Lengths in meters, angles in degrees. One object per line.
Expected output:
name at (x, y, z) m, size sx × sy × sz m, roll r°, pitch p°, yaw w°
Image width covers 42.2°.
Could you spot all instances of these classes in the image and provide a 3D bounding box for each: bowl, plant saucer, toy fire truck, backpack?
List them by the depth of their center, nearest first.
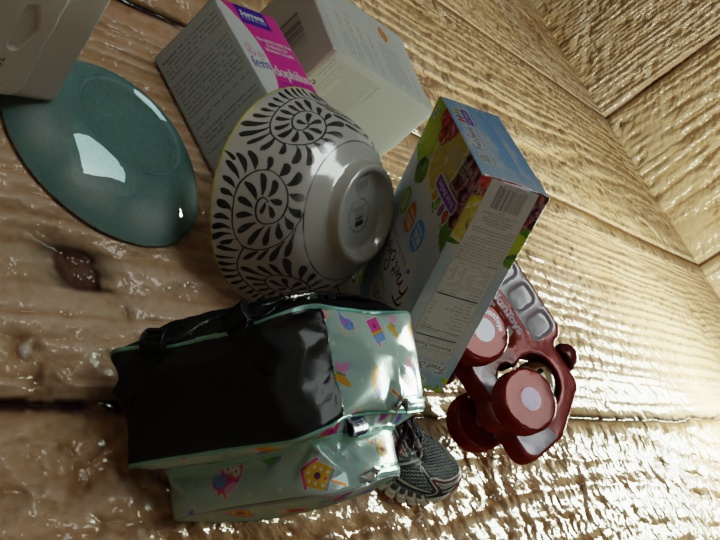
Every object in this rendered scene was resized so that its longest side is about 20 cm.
backpack at (-0.047, 0.092, 0.658) m, size 0.200 × 0.176 × 0.153 m, roll -11°, pitch 83°, yaw -63°
plant saucer at (-0.207, -0.114, 0.797) m, size 0.201 × 0.039 × 0.201 m, roll 38°, pitch 30°, yaw -27°
bowl at (-0.031, -0.057, 0.826) m, size 0.201 × 0.094 × 0.201 m, roll -30°, pitch 126°, yaw -50°
toy fire truck at (0.156, 0.091, 0.985) m, size 0.168 × 0.112 × 0.200 m, roll -32°, pitch 86°, yaw -34°

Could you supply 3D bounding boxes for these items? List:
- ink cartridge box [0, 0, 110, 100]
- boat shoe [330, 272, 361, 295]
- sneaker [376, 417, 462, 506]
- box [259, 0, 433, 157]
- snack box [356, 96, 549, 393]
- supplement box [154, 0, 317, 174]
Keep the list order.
ink cartridge box at (-0.289, -0.255, 0.689) m, size 0.146 × 0.147 × 0.200 m, roll 2°, pitch 54°, yaw -43°
boat shoe at (0.000, 0.000, 0.960) m, size 0.071 × 0.070 × 0.200 m, roll 19°, pitch 42°, yaw -49°
sneaker at (0.022, 0.137, 0.822) m, size 0.200 × 0.075 × 0.081 m, roll 41°, pitch 29°, yaw -25°
box at (-0.023, -0.260, 1.203) m, size 0.200 × 0.106 × 0.152 m, roll 23°, pitch 39°, yaw -46°
snack box at (0.069, -0.025, 0.806) m, size 0.068 × 0.200 × 0.169 m, roll 16°, pitch 27°, yaw -16°
supplement box at (-0.108, -0.162, 0.950) m, size 0.101 × 0.103 × 0.200 m, roll -2°, pitch 57°, yaw -58°
